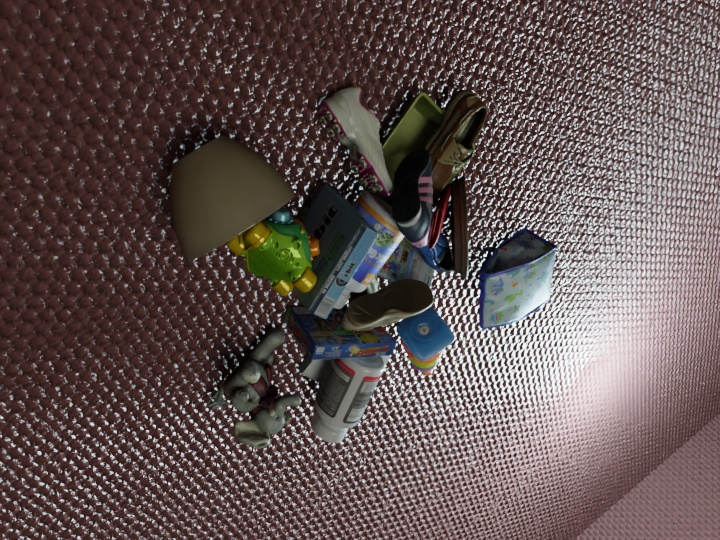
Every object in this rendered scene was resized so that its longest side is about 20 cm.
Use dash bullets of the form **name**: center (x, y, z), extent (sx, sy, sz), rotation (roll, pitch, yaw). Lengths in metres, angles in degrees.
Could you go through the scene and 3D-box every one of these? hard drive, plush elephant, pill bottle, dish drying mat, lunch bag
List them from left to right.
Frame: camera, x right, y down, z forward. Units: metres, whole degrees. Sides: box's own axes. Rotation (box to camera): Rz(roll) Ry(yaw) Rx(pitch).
- **plush elephant**: center (-0.189, 0.250, 1.305), extent (0.154, 0.165, 0.200), rotation (42, 112, -5)
- **pill bottle**: center (-0.034, 0.261, 1.428), extent (0.109, 0.111, 0.204), rotation (9, 114, -39)
- **hard drive**: center (-0.032, 0.204, 1.486), extent (0.133, 0.026, 0.199), rotation (-51, 134, 4)
- **pill bottle**: center (-0.008, -0.033, 1.226), extent (0.111, 0.112, 0.202), rotation (25, 107, -43)
- **dish drying mat**: center (0.148, -0.103, 1.251), extent (0.018, 0.200, 0.079), rotation (12, 110, 8)
- **lunch bag**: center (0.349, 0.026, 1.569), extent (0.198, 0.127, 0.173), rotation (-31, 134, -27)

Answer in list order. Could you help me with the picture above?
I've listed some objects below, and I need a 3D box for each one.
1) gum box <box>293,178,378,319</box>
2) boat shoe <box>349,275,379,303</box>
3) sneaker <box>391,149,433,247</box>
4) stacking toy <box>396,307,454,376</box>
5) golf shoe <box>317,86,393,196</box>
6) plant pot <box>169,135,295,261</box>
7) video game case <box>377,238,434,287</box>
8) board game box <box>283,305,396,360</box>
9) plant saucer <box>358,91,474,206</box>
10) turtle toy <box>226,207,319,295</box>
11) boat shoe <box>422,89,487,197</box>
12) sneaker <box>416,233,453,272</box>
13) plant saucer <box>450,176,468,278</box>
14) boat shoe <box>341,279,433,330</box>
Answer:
- **gum box**: center (-0.066, -0.043, 1.171), extent (0.044, 0.200, 0.172), rotation (24, 105, -36)
- **boat shoe**: center (0.000, 0.000, 1.350), extent (0.065, 0.070, 0.204), rotation (-52, 135, -46)
- **sneaker**: center (0.098, -0.128, 1.191), extent (0.068, 0.203, 0.083), rotation (-9, 134, 25)
- **stacking toy**: center (0.150, 0.191, 1.572), extent (0.108, 0.117, 0.202), rotation (-29, 146, -14)
- **golf shoe**: center (0.012, -0.224, 1.165), extent (0.091, 0.075, 0.202), rotation (-42, 113, -19)
- **plant pot**: center (-0.217, -0.125, 1.039), extent (0.198, 0.200, 0.137), rotation (-32, 103, -12)
- **video game case**: center (0.093, -0.040, 1.369), extent (0.198, 0.018, 0.147), rotation (27, 74, -45)
- **board game box**: center (-0.040, 0.121, 1.349), extent (0.196, 0.136, 0.035), rotation (3, 120, -35)
- **plant saucer**: center (0.101, -0.213, 1.283), extent (0.198, 0.048, 0.202), rotation (31, 100, -44)
- **turtle toy**: center (-0.144, -0.040, 1.129), extent (0.146, 0.198, 0.102), rotation (44, 63, -22)
- **boat shoe**: center (0.170, -0.228, 1.236), extent (0.074, 0.074, 0.204), rotation (6, 115, -37)
- **sneaker**: center (0.133, -0.068, 1.319), extent (0.066, 0.079, 0.201), rotation (-40, 133, -2)
- **plant saucer**: center (0.200, -0.087, 1.360), extent (0.029, 0.202, 0.204), rotation (-2, 128, 5)
- **boat shoe**: center (0.053, 0.071, 1.320), extent (0.196, 0.074, 0.065), rotation (-16, 164, -28)
